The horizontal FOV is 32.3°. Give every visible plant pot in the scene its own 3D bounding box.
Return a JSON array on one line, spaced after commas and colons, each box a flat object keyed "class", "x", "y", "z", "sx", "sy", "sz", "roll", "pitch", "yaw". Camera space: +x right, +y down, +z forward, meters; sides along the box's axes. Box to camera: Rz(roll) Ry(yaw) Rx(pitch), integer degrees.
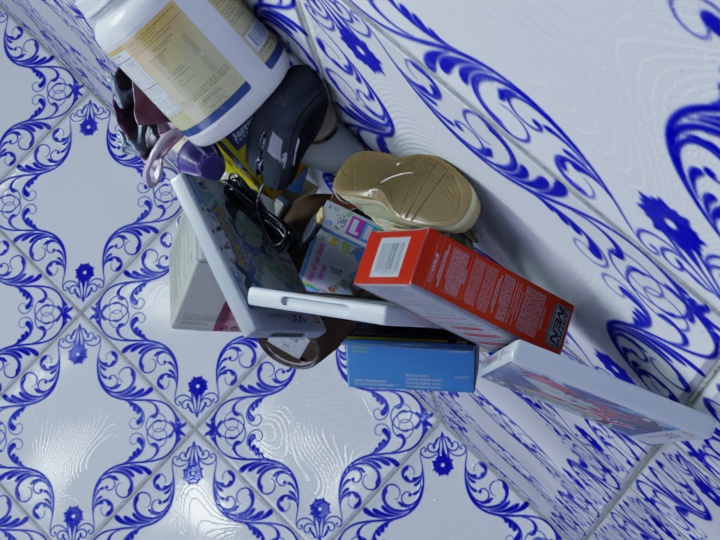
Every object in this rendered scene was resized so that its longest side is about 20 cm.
[{"class": "plant pot", "x": -0.060, "y": 0.030, "z": 1.692, "sx": 0.186, "sy": 0.201, "sz": 0.188, "roll": 15, "pitch": 136, "yaw": 15}]

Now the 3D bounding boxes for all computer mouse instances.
[{"class": "computer mouse", "x": -0.081, "y": -0.113, "z": 1.350, "sx": 0.141, "sy": 0.200, "sz": 0.046, "roll": 48, "pitch": -144, "yaw": 20}]

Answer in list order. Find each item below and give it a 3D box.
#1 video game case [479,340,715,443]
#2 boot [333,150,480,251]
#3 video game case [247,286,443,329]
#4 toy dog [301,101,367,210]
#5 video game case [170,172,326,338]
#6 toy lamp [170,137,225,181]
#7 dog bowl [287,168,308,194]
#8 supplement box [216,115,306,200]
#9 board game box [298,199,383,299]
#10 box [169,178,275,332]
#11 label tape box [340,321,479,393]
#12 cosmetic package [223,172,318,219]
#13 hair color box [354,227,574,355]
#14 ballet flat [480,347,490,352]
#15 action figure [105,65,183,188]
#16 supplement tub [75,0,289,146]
[{"class": "video game case", "x": 0.225, "y": 0.124, "z": 1.223, "sx": 0.199, "sy": 0.023, "sz": 0.182, "roll": 22, "pitch": 169, "yaw": 0}, {"class": "boot", "x": 0.079, "y": -0.047, "z": 1.264, "sx": 0.155, "sy": 0.073, "sz": 0.199, "roll": 41, "pitch": 165, "yaw": -37}, {"class": "video game case", "x": 0.007, "y": 0.043, "z": 1.361, "sx": 0.181, "sy": 0.023, "sz": 0.199, "roll": 7, "pitch": -179, "yaw": 34}, {"class": "toy dog", "x": -0.030, "y": -0.110, "z": 1.411, "sx": 0.200, "sy": 0.096, "sz": 0.132, "roll": 42, "pitch": 173, "yaw": 16}, {"class": "video game case", "x": -0.125, "y": -0.014, "z": 1.428, "sx": 0.201, "sy": 0.022, "sz": 0.182, "roll": 62, "pitch": -161, "yaw": 14}, {"class": "toy lamp", "x": -0.218, "y": -0.150, "z": 1.532, "sx": 0.058, "sy": 0.058, "sz": 0.200, "roll": 48, "pitch": 173, "yaw": -32}, {"class": "dog bowl", "x": -0.136, "y": -0.166, "z": 1.752, "sx": 0.111, "sy": 0.050, "sz": 0.200, "roll": 23, "pitch": -171, "yaw": -29}, {"class": "supplement box", "x": -0.140, "y": -0.182, "z": 1.567, "sx": 0.110, "sy": 0.109, "sz": 0.200, "roll": 48, "pitch": 172, "yaw": -29}, {"class": "board game box", "x": 0.000, "y": 0.000, "z": 1.465, "sx": 0.134, "sy": 0.034, "sz": 0.200, "roll": 25, "pitch": 156, "yaw": 0}, {"class": "box", "x": -0.186, "y": -0.017, "z": 1.661, "sx": 0.200, "sy": 0.108, "sz": 0.129, "roll": 124, "pitch": 146, "yaw": -57}, {"class": "label tape box", "x": 0.059, "y": 0.097, "z": 1.393, "sx": 0.143, "sy": 0.064, "sz": 0.200, "roll": 2, "pitch": -172, "yaw": 7}, {"class": "cosmetic package", "x": -0.141, "y": -0.107, "z": 1.831, "sx": 0.105, "sy": 0.071, "sz": 0.200, "roll": 31, "pitch": -164, "yaw": 4}, {"class": "hair color box", "x": 0.104, "y": 0.024, "z": 1.233, "sx": 0.199, "sy": 0.062, "sz": 0.101, "roll": 27, "pitch": 165, "yaw": -31}, {"class": "ballet flat", "x": 0.119, "y": 0.064, "z": 1.708, "sx": 0.200, "sy": 0.069, "sz": 0.069, "roll": 49, "pitch": 172, "yaw": -33}, {"class": "action figure", "x": -0.187, "y": -0.206, "z": 1.433, "sx": 0.149, "sy": 0.199, "sz": 0.134, "roll": 58, "pitch": 150, "yaw": 24}, {"class": "supplement tub", "x": -0.187, "y": -0.248, "z": 1.311, "sx": 0.200, "sy": 0.144, "sz": 0.144, "roll": 47, "pitch": 173, "yaw": -20}]
